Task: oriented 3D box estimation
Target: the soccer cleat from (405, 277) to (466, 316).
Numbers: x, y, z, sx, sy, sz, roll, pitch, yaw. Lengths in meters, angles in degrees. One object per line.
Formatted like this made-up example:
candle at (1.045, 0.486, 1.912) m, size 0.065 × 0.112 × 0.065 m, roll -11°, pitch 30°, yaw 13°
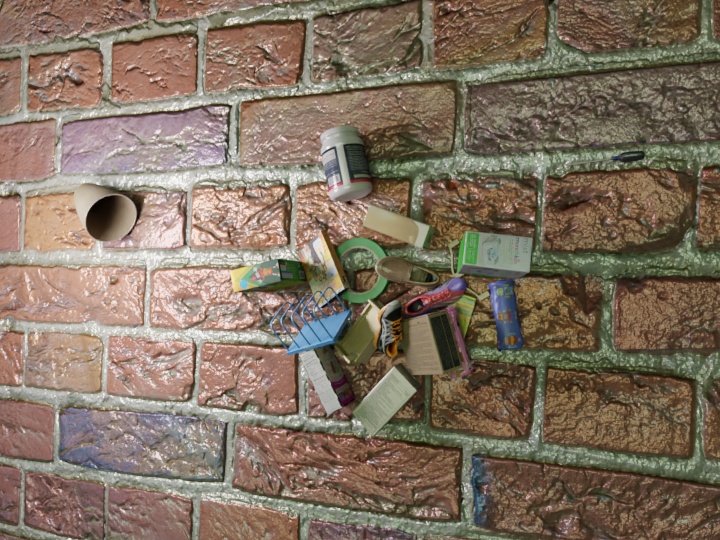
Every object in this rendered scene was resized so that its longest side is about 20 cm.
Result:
soccer cleat at (0.222, 0.082, 1.538) m, size 0.198 × 0.076 × 0.067 m, roll -28°, pitch 80°, yaw 24°

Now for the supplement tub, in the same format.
supplement tub at (-0.046, -0.327, 1.607) m, size 0.138 × 0.140 × 0.203 m, roll -12°, pitch 85°, yaw 17°

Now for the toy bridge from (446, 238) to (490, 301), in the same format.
toy bridge at (0.308, 0.003, 1.548) m, size 0.067 × 0.027 × 0.202 m, roll -32°, pitch 80°, yaw 15°

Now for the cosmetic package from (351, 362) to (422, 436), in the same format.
cosmetic package at (0.082, 0.391, 1.581) m, size 0.103 × 0.087 × 0.200 m, roll 46°, pitch 103°, yaw 14°

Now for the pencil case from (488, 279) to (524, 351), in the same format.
pencil case at (0.415, 0.128, 1.483) m, size 0.077 × 0.087 × 0.203 m, roll -9°, pitch 85°, yaw 21°

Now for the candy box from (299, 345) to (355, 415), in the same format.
candy box at (-0.101, 0.332, 1.615) m, size 0.060 × 0.136 × 0.202 m, roll -29°, pitch 80°, yaw 14°

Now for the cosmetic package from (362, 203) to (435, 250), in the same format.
cosmetic package at (0.117, -0.130, 1.572) m, size 0.198 × 0.105 × 0.072 m, roll 22°, pitch 96°, yaw 18°

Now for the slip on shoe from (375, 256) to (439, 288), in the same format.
slip on shoe at (0.142, 0.007, 1.554) m, size 0.197 × 0.061 × 0.077 m, roll 19°, pitch 87°, yaw 0°

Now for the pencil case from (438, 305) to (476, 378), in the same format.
pencil case at (0.270, 0.208, 1.512) m, size 0.086 × 0.083 × 0.203 m, roll -20°, pitch 80°, yaw 21°

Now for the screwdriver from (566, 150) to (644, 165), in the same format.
screwdriver at (0.675, -0.309, 1.436) m, size 0.197 × 0.028 × 0.029 m, roll -1°, pitch 118°, yaw 14°

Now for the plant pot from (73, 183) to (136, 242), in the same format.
plant pot at (-0.947, -0.234, 1.884) m, size 0.199 × 0.187 × 0.189 m, roll 35°, pitch 99°, yaw 29°

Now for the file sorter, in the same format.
file sorter at (-0.154, 0.150, 1.583) m, size 0.198 × 0.139 × 0.123 m, roll -20°, pitch 114°, yaw 35°

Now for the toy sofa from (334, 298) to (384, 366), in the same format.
toy sofa at (0.019, 0.193, 1.613) m, size 0.083 × 0.097 × 0.201 m, roll 42°, pitch 102°, yaw 32°

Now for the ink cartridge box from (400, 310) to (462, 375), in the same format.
ink cartridge box at (0.193, 0.211, 1.495) m, size 0.074 × 0.200 × 0.167 m, roll -11°, pitch 84°, yaw -23°

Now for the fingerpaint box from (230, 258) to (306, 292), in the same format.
fingerpaint box at (-0.286, 0.018, 1.645) m, size 0.165 × 0.200 × 0.075 m, roll -14°, pitch 84°, yaw 17°

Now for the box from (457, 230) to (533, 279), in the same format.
box at (0.362, -0.040, 1.426) m, size 0.174 × 0.200 × 0.098 m, roll 7°, pitch 84°, yaw 6°

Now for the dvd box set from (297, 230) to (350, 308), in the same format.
dvd box set at (-0.119, -0.001, 1.638) m, size 0.146 × 0.029 × 0.202 m, roll -37°, pitch 69°, yaw 42°

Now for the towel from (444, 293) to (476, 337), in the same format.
towel at (0.280, 0.166, 1.562) m, size 0.085 × 0.018 × 0.203 m, roll 18°, pitch 95°, yaw 23°

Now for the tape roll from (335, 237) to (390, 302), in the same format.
tape roll at (0.000, 0.000, 1.635) m, size 0.197 × 0.048 × 0.204 m, roll 0°, pitch 89°, yaw 17°

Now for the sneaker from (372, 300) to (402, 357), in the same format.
sneaker at (0.094, 0.171, 1.531) m, size 0.077 × 0.078 × 0.202 m, roll 44°, pitch 141°, yaw 36°
